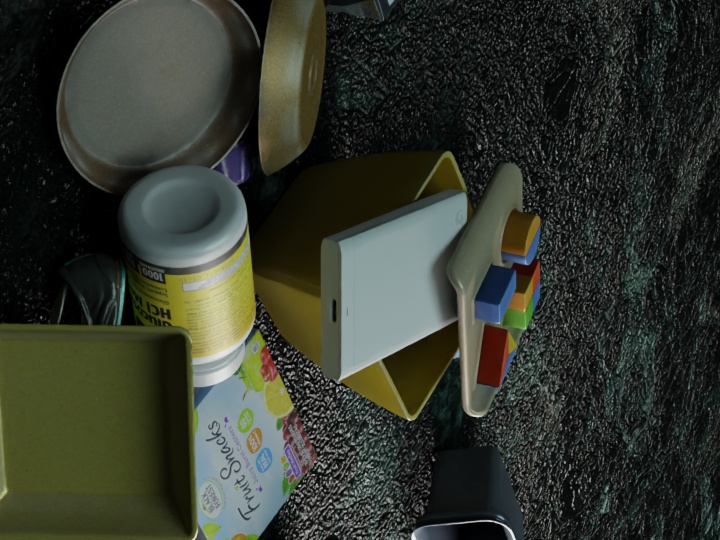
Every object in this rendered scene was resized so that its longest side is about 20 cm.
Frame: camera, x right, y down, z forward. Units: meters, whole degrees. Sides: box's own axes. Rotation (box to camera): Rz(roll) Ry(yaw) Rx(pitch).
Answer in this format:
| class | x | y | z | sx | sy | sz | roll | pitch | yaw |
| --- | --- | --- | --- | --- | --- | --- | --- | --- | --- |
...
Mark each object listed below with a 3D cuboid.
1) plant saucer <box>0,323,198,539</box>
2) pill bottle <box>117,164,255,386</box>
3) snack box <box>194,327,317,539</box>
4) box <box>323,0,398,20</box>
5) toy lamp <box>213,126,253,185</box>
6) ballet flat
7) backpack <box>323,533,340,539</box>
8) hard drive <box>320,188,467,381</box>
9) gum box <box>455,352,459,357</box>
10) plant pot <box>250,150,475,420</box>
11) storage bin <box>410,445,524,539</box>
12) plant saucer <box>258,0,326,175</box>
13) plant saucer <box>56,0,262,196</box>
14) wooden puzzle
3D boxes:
| class | x | y | z | sx | sy | sz | roll | pitch | yaw |
| --- | --- | --- | --- | --- | --- | --- | --- | --- | --- |
| plant saucer | -0.236 | 0.131 | 1.317 | 0.048 | 0.199 | 0.201 | -87 | 177 | -70 |
| pill bottle | -0.153 | 0.011 | 1.402 | 0.112 | 0.112 | 0.200 | -48 | 153 | -34 |
| snack box | -0.138 | 0.177 | 1.543 | 0.169 | 0.068 | 0.200 | -51 | 138 | -32 |
| box | 0.011 | -0.360 | 1.520 | 0.200 | 0.115 | 0.132 | -53 | 141 | -28 |
| toy lamp | -0.134 | -0.174 | 1.433 | 0.058 | 0.058 | 0.201 | -33 | 127 | -45 |
| ballet flat | -0.242 | 0.084 | 1.366 | 0.068 | 0.068 | 0.201 | -3 | 95 | -23 |
| backpack | -0.040 | 0.409 | 1.694 | 0.178 | 0.150 | 0.200 | -45 | 128 | -33 |
| hard drive | 0.033 | 0.010 | 1.453 | 0.200 | 0.026 | 0.132 | -23 | 120 | -49 |
| gum box | 0.076 | 0.026 | 1.814 | 0.200 | 0.044 | 0.170 | -13 | 113 | -53 |
| plant pot | 0.000 | 0.000 | 1.580 | 0.200 | 0.176 | 0.200 | -56 | 140 | -26 |
| storage bin | 0.139 | 0.322 | 1.952 | 0.135 | 0.145 | 0.200 | -82 | 157 | -45 |
| plant saucer | -0.061 | -0.188 | 1.467 | 0.200 | 0.035 | 0.201 | 7 | 90 | -85 |
| plant saucer | -0.177 | -0.159 | 1.349 | 0.200 | 0.032 | 0.201 | -20 | 130 | -26 |
| wooden puzzle | 0.144 | 0.021 | 1.572 | 0.185 | 0.046 | 0.200 | -60 | 150 | -41 |
